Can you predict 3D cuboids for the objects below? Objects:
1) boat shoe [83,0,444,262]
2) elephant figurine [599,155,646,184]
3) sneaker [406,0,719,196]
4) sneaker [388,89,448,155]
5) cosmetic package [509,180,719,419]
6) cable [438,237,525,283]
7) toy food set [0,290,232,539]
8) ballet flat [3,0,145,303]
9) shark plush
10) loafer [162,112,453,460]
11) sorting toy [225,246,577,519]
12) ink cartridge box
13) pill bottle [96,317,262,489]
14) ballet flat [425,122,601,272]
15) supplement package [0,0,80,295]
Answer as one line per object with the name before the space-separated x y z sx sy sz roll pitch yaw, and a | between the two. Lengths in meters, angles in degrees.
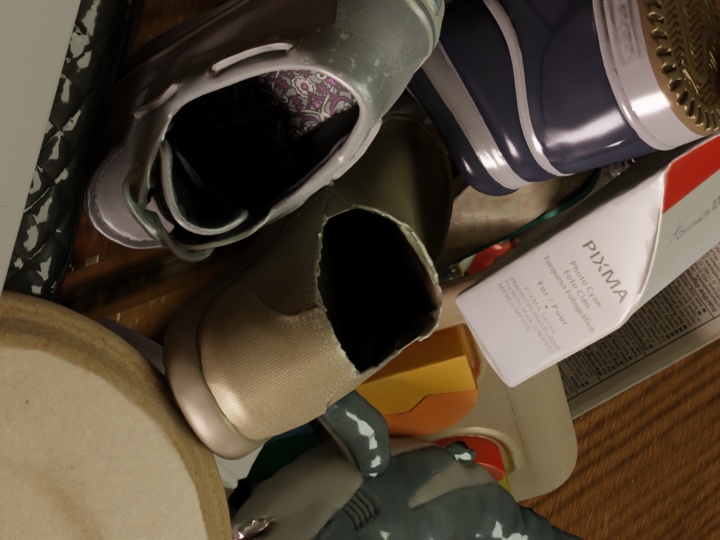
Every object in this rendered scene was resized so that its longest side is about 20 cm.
boat shoe | -0.051 -0.044 0.621 0.070 0.201 0.072 40 52 -16
elephant figurine | 0.135 -0.169 0.845 0.200 0.155 0.142 -44 171 -41
sneaker | 0.064 -0.121 0.651 0.070 0.108 0.201 26 52 -43
sneaker | 0.049 -0.067 0.862 0.200 0.075 0.081 -4 127 -55
cosmetic package | 0.153 -0.011 0.931 0.087 0.104 0.200 -34 180 -45
cable | 0.022 0.041 0.905 0.200 0.050 0.097 -52 170 32
toy food set | -0.136 0.105 0.594 0.199 0.049 0.199 -13 99 -25
ballet flat | -0.125 -0.032 0.638 0.057 0.066 0.201 14 102 -19
shark plush | 0.025 0.125 0.795 0.199 0.084 0.091 22 130 -37
loafer | 0.000 0.000 0.671 0.076 0.068 0.200 63 32 -21
sorting toy | -0.001 0.082 0.825 0.199 0.037 0.185 -20 142 1
ink cartridge box | 0.148 -0.039 0.696 0.160 0.047 0.200 -34 -179 -40
pill bottle | -0.119 0.123 0.691 0.201 0.110 0.111 -58 150 -10
ballet flat | 0.014 -0.021 0.798 0.200 0.068 0.062 -35 117 21
supplement package | -0.150 -0.089 0.469 0.120 0.121 0.201 -4 116 -56
